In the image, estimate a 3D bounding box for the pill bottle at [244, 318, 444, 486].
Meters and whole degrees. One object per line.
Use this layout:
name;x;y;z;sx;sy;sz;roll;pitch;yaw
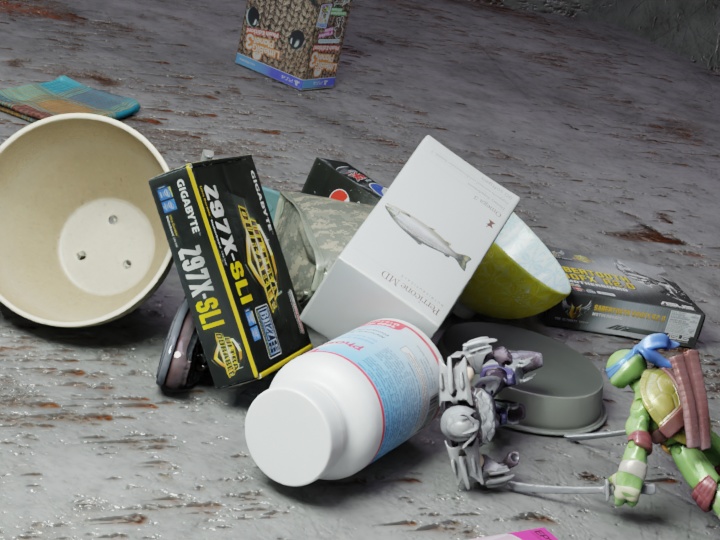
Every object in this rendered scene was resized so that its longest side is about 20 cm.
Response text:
pill bottle;-0.012;0.114;1.242;0.108;0.109;0.200;23;21;23

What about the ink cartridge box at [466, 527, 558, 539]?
ink cartridge box;0.126;0.241;1.108;0.199;0.037;0.095;1;23;-37

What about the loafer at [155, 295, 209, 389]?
loafer;-0.146;0.059;1.362;0.063;0.072;0.200;19;17;-4

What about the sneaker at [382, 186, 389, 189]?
sneaker;0.069;-0.063;1.832;0.086;0.078;0.200;4;22;-36

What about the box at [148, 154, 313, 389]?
box;-0.117;-0.003;1.345;0.049;0.201;0.160;-17;2;19

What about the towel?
towel;-0.419;-0.236;2.045;0.146;0.022;0.200;20;21;17

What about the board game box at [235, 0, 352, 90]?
board game box;-0.114;-0.437;2.535;0.159;0.201;0.097;25;23;30

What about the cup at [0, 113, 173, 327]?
cup;-0.260;-0.036;1.401;0.199;0.201;0.143;16;-9;6

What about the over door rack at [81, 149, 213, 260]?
over door rack;-0.236;-0.063;1.605;0.147;0.067;0.201;9;41;-14

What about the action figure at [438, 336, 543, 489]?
action figure;0.113;0.121;1.301;0.069;0.131;0.200;4;8;16

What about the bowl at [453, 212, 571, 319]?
bowl;0.132;-0.009;1.646;0.200;0.108;0.200;39;17;-15

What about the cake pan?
cake pan;0.162;0.106;1.493;0.199;0.037;0.200;12;19;-4

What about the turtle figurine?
turtle figurine;0.274;0.178;1.321;0.194;0.200;0.144;41;4;14

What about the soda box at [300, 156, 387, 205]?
soda box;0.016;-0.062;1.763;0.200;0.071;0.063;37;19;34

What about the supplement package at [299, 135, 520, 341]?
supplement package;0.050;-0.011;1.405;0.117;0.117;0.200;34;50;1

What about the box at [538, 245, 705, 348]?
box;0.302;0.029;1.784;0.199;0.049;0.159;10;21;-13

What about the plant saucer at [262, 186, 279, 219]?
plant saucer;-0.141;-0.073;1.785;0.199;0.028;0.200;13;19;-5

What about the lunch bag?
lunch bag;0.000;0.000;1.550;0.163;0.118;0.200;8;16;-19
